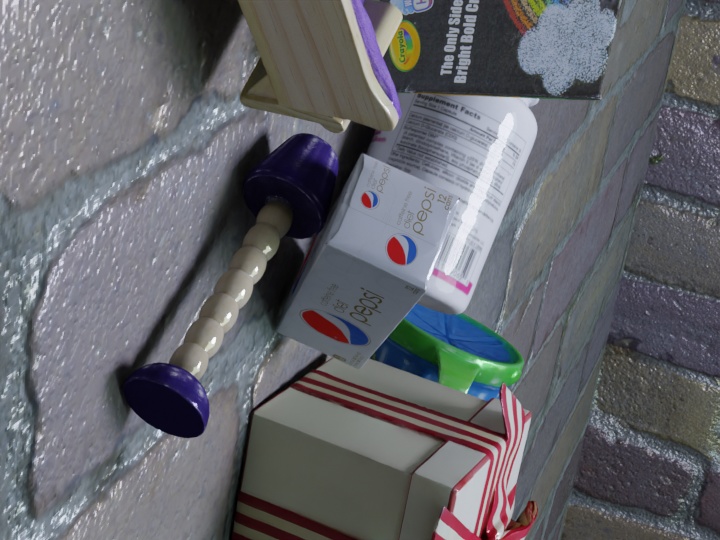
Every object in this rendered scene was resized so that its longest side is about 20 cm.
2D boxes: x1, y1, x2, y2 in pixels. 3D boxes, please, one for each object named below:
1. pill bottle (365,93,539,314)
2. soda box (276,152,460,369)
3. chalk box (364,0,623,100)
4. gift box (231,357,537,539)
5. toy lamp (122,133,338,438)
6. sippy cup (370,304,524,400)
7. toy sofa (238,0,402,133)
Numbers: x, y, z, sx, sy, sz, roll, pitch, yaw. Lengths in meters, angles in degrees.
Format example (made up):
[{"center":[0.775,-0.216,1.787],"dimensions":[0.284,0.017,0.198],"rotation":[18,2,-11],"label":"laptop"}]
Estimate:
[{"center":[0.062,-0.081,1.069],"dimensions":[0.202,0.112,0.113],"rotation":[-67,163,-7],"label":"pill bottle"},{"center":[0.000,0.000,0.928],"dimensions":[0.200,0.067,0.064],"rotation":[124,-11,-69],"label":"soda box"},{"center":[0.046,-0.184,0.864],"dimensions":[0.124,0.197,0.126],"rotation":[-110,-155,-57],"label":"chalk box"},{"center":[0.023,0.168,1.055],"dimensions":[0.184,0.185,0.203],"rotation":[-36,141,-58],"label":"gift box"},{"center":[-0.067,0.001,0.841],"dimensions":[0.059,0.057,0.201],"rotation":[85,25,-52],"label":"toy lamp"},{"center":[0.052,0.105,1.233],"dimensions":[0.177,0.139,0.132],"rotation":[1,117,-60],"label":"sippy cup"},{"center":[-0.027,-0.161,0.708],"dimensions":[0.084,0.096,0.201],"rotation":[-65,154,-26],"label":"toy sofa"}]
